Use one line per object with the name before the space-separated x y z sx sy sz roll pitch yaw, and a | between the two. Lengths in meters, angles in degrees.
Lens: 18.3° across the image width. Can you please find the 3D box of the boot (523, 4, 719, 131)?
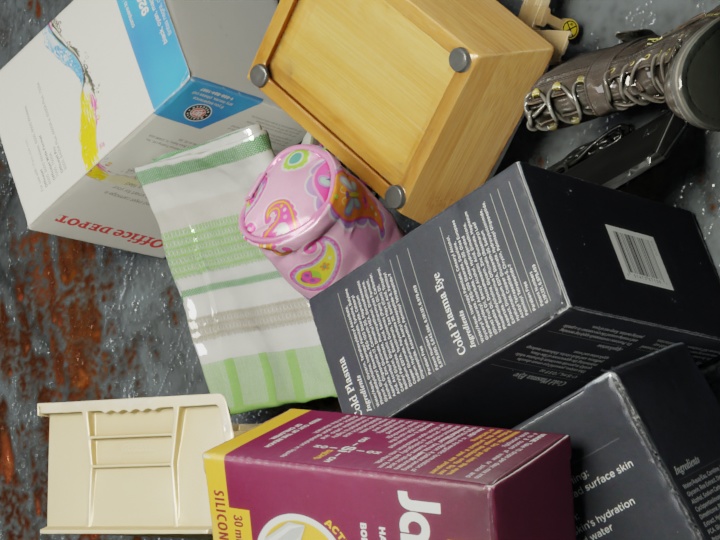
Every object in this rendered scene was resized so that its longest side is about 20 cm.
boot | 0.179 -0.116 1.410 0.174 0.200 0.069 -14 102 33

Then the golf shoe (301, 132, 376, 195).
golf shoe | -0.044 -0.012 1.644 0.092 0.073 0.200 0 81 43

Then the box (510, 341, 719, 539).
box | 0.149 0.180 1.364 0.197 0.117 0.200 -33 81 32

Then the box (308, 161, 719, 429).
box | 0.105 0.033 1.415 0.182 0.200 0.104 -34 62 31

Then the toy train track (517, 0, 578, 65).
toy train track | 0.135 -0.192 1.551 0.115 0.033 0.200 15 84 60

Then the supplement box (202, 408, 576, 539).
supplement box | 0.019 0.162 1.308 0.200 0.103 0.131 2 104 32

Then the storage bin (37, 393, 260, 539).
storage bin | -0.088 0.143 1.563 0.198 0.200 0.094 -6 78 41

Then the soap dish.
soap dish | 0.020 -0.141 1.532 0.200 0.081 0.157 42 121 27

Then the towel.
towel | -0.089 0.004 1.605 0.149 0.031 0.200 -13 95 51

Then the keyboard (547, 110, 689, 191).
keyboard | 0.135 -0.051 1.483 0.200 0.127 0.021 -30 106 32

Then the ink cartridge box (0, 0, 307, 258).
ink cartridge box | -0.163 -0.129 1.725 0.200 0.147 0.145 -38 57 29

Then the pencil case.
pencil case | 0.000 0.000 1.521 0.087 0.200 0.088 -20 48 25
